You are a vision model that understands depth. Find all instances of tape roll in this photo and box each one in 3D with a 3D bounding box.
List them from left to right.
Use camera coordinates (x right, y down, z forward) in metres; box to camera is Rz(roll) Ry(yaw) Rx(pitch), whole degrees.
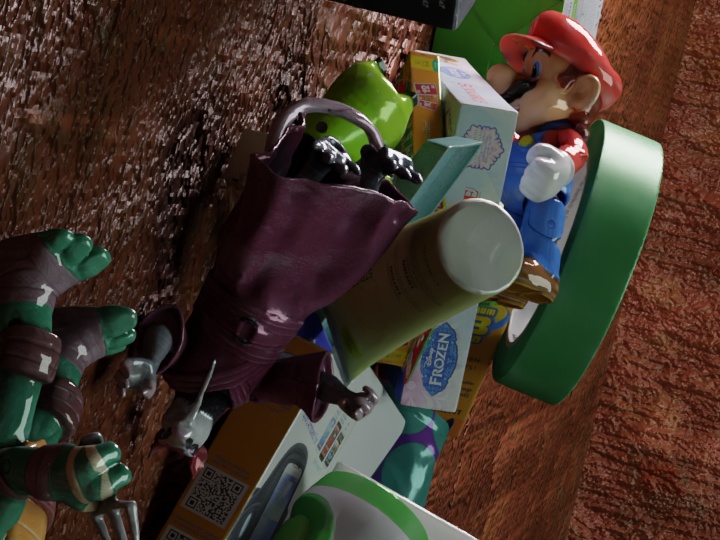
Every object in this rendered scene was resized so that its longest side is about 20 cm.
[{"bbox_3d":[0.153,-0.006,1.657,0.200,0.048,0.202,-157,-90,-86],"label":"tape roll"}]

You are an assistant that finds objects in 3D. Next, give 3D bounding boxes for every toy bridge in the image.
[{"bbox_3d":[-0.055,-0.008,1.318,0.200,0.027,0.068,78,30,-66],"label":"toy bridge"}]

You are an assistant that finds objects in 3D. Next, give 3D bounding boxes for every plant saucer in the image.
[{"bbox_3d":[0.000,0.000,1.382,0.200,0.019,0.070,-53,168,17],"label":"plant saucer"}]

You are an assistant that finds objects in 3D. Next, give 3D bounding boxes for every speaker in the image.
[{"bbox_3d":[-0.044,0.209,1.288,0.200,0.088,0.089,-53,158,-28],"label":"speaker"}]

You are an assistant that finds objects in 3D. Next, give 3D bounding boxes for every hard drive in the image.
[{"bbox_3d":[-0.029,0.125,1.499,0.132,0.027,0.200,-54,164,-7],"label":"hard drive"}]

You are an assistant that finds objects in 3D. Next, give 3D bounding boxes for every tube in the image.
[{"bbox_3d":[0.021,0.009,1.265,0.200,0.052,0.058,-25,-140,63],"label":"tube"}]

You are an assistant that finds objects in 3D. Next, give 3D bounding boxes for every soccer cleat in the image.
[{"bbox_3d":[-0.015,-0.051,1.388,0.081,0.068,0.200,-38,160,-21],"label":"soccer cleat"}]

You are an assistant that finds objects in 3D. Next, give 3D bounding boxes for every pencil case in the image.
[{"bbox_3d":[-0.002,0.180,1.633,0.092,0.085,0.201,136,-25,-69],"label":"pencil case"}]

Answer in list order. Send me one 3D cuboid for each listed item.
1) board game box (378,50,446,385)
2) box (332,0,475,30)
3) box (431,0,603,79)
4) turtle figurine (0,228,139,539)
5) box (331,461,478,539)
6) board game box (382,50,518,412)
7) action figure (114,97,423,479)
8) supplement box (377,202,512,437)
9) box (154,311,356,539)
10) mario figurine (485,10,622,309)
[{"bbox_3d":[0.031,-0.034,1.480,0.096,0.030,0.201,113,-21,-49],"label":"board game box"},{"bbox_3d":[0.037,-0.238,1.265,0.200,0.114,0.133,-59,159,-55],"label":"box"},{"bbox_3d":[0.112,-0.132,1.767,0.176,0.096,0.201,-43,145,-69],"label":"box"},{"bbox_3d":[-0.130,0.094,0.931,0.150,0.100,0.201,112,-16,-61],"label":"turtle figurine"},{"bbox_3d":[-0.027,0.247,1.417,0.200,0.106,0.153,-58,175,-34],"label":"box"},{"bbox_3d":[0.049,-0.032,1.563,0.200,0.041,0.201,-118,-142,-74],"label":"board game box"},{"bbox_3d":[-0.061,0.013,1.194,0.201,0.133,0.149,-57,-150,17],"label":"action figure"},{"bbox_3d":[0.068,0.029,1.700,0.069,0.066,0.201,-92,-165,-49],"label":"supplement box"},{"bbox_3d":[-0.060,0.123,1.327,0.201,0.041,0.119,-58,163,-15],"label":"box"},{"bbox_3d":[0.103,-0.082,1.568,0.106,0.123,0.201,34,65,-54],"label":"mario figurine"}]
